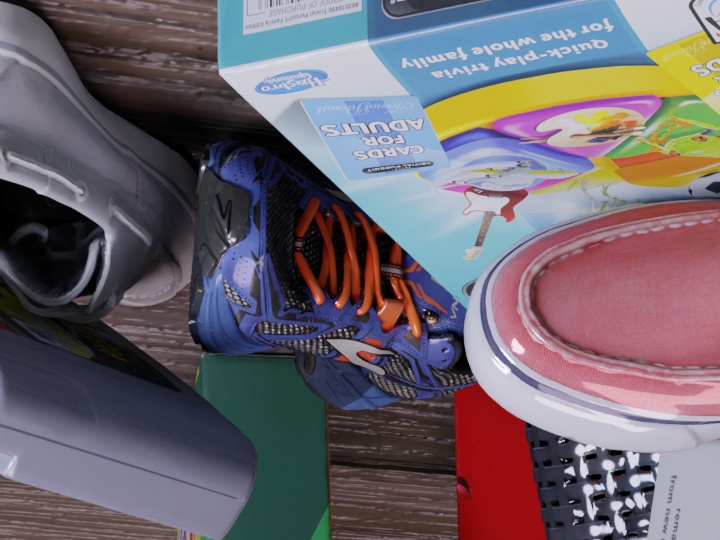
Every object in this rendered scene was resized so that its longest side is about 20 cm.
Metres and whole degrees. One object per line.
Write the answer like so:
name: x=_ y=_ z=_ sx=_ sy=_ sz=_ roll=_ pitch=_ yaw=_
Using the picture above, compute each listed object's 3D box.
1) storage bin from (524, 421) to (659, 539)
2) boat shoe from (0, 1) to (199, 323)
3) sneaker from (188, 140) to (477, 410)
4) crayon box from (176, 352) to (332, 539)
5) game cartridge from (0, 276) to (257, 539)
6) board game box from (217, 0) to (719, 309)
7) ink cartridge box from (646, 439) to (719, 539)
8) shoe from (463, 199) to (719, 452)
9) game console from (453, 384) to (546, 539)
storage bin: x=0.166 y=0.038 z=1.005 sx=0.200 sy=0.094 sz=0.135 roll=-13 pitch=177 yaw=26
boat shoe: x=-0.099 y=-0.020 z=0.940 sx=0.072 sy=0.069 sz=0.200 roll=-4 pitch=158 yaw=9
sneaker: x=0.000 y=0.000 z=0.989 sx=0.078 sy=0.075 sz=0.200 roll=-4 pitch=168 yaw=22
crayon box: x=-0.048 y=0.150 z=1.226 sx=0.058 sy=0.173 sz=0.200 roll=1 pitch=158 yaw=-6
game cartridge: x=-0.126 y=0.024 z=0.956 sx=0.133 sy=0.041 sz=0.200 roll=28 pitch=-177 yaw=-45
board game box: x=0.070 y=-0.047 z=0.797 sx=0.151 sy=0.047 sz=0.200 roll=-9 pitch=156 yaw=21
ink cartridge box: x=0.197 y=0.100 z=0.815 sx=0.146 sy=0.084 sz=0.200 roll=18 pitch=165 yaw=-33
shoe: x=0.131 y=-0.002 z=0.763 sx=0.200 sy=0.072 sz=0.091 roll=-1 pitch=155 yaw=-11
game console: x=0.139 y=0.124 z=1.209 sx=0.172 sy=0.119 sz=0.200 roll=-12 pitch=132 yaw=-10
